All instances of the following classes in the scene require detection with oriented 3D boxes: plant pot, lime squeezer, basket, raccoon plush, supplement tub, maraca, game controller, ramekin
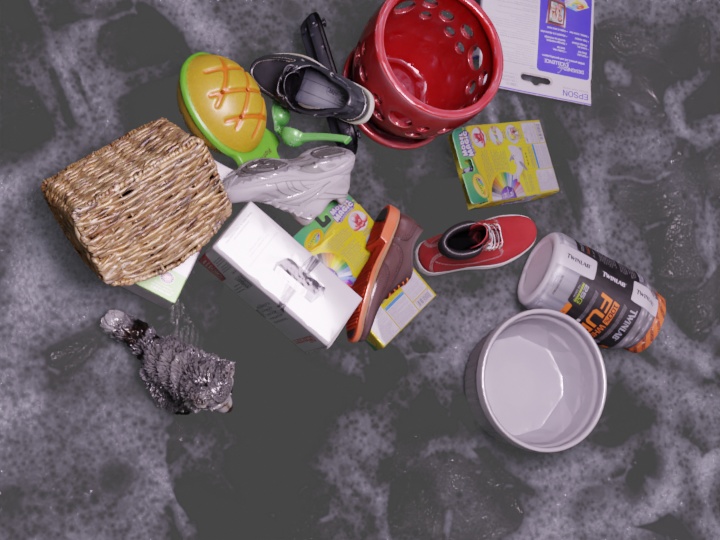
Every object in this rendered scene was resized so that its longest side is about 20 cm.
[{"bbox_3d":[0.075,-0.281,1.609,0.198,0.182,0.204,6,76,-24],"label":"plant pot"},{"bbox_3d":[-0.096,-0.219,1.592,0.038,0.071,0.200,13,30,-52],"label":"lime squeezer"},{"bbox_3d":[-0.281,-0.083,1.455,0.199,0.149,0.144,-34,122,-18],"label":"basket"},{"bbox_3d":[-0.250,0.122,1.459,0.198,0.134,0.098,26,74,-12],"label":"raccoon plush"},{"bbox_3d":[0.343,0.037,1.678,0.198,0.122,0.124,25,73,-12],"label":"supplement tub"},{"bbox_3d":[-0.177,-0.209,1.561,0.201,0.106,0.138,53,39,-19],"label":"maraca"},{"bbox_3d":[-0.041,-0.263,1.616,0.042,0.104,0.203,-17,86,4],"label":"game controller"},{"bbox_3d":[0.244,0.161,1.632,0.197,0.105,0.203,3,80,-17],"label":"ramekin"}]

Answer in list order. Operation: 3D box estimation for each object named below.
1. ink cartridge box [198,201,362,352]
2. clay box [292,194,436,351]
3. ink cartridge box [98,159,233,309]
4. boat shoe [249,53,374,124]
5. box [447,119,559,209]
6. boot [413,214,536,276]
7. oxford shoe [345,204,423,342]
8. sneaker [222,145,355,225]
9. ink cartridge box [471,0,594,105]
[{"bbox_3d":[-0.109,0.013,1.519,0.200,0.144,0.084,42,75,-8],"label":"ink cartridge box"},{"bbox_3d":[0.000,0.000,1.611,0.115,0.048,0.200,-42,93,-20],"label":"clay box"},{"bbox_3d":[-0.261,-0.065,1.525,0.116,0.067,0.202,27,74,-10],"label":"ink cartridge box"},{"bbox_3d":[-0.079,-0.251,1.543,0.198,0.066,0.075,29,102,22],"label":"boat shoe"},{"bbox_3d":[0.204,-0.155,1.669,0.198,0.048,0.119,-10,83,-45],"label":"box"},{"bbox_3d":[0.189,-0.046,1.631,0.198,0.144,0.073,-15,83,-21],"label":"boot"},{"bbox_3d":[0.036,0.012,1.559,0.072,0.071,0.202,25,73,-17],"label":"oxford shoe"},{"bbox_3d":[-0.094,-0.103,1.534,0.198,0.078,0.101,-12,115,-24],"label":"sneaker"},{"bbox_3d":[0.268,-0.361,1.767,0.195,0.043,0.203,9,76,-17],"label":"ink cartridge box"}]
